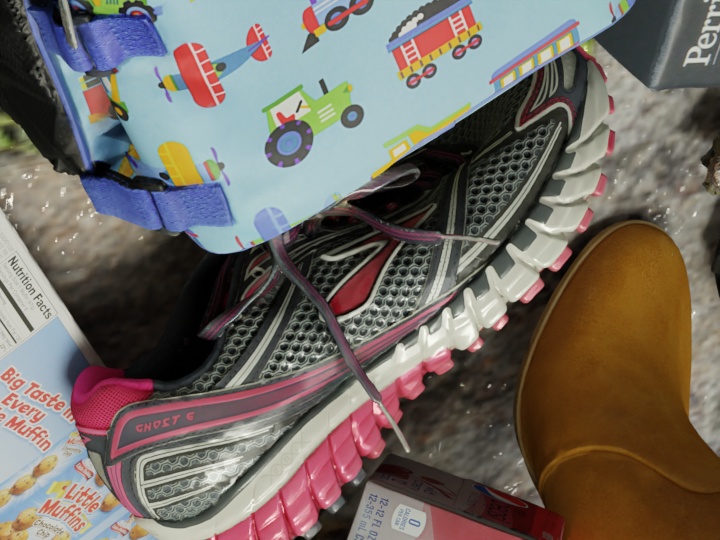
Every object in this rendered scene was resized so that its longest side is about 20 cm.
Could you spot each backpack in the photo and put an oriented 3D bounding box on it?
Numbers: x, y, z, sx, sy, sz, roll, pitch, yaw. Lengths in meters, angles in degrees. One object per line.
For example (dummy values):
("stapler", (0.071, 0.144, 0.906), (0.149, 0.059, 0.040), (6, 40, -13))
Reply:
("backpack", (-0.034, -0.133, 0.735), (0.182, 0.135, 0.201), (-29, 133, -13))

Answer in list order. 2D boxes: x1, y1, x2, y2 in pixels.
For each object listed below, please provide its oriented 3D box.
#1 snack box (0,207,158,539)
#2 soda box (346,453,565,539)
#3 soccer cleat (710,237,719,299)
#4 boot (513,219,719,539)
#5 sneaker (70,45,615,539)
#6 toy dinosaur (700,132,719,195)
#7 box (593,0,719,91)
("snack box", (-0.109, 0.047, 0.906), (0.072, 0.024, 0.200), (-36, 137, -8))
("soda box", (0.001, 0.162, 0.920), (0.070, 0.063, 0.201), (-37, 146, -83))
("soccer cleat", (0.184, 0.060, 1.060), (0.073, 0.068, 0.201), (-30, 112, -31))
("boot", (0.109, 0.076, 0.947), (0.071, 0.144, 0.202), (27, 72, -33))
("sneaker", (0.000, 0.000, 0.901), (0.075, 0.081, 0.200), (47, 75, -18))
("toy dinosaur", (0.197, -0.075, 1.012), (0.199, 0.048, 0.088), (-11, 144, -29))
("box", (0.155, -0.147, 0.876), (0.199, 0.107, 0.149), (-6, 128, -31))
